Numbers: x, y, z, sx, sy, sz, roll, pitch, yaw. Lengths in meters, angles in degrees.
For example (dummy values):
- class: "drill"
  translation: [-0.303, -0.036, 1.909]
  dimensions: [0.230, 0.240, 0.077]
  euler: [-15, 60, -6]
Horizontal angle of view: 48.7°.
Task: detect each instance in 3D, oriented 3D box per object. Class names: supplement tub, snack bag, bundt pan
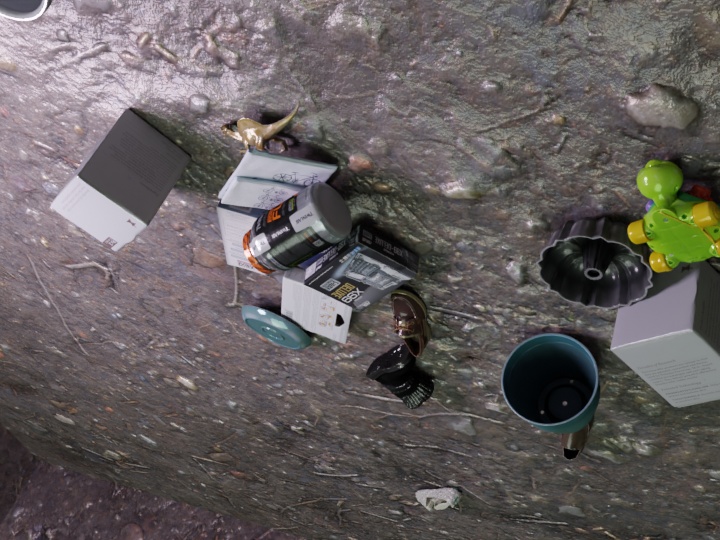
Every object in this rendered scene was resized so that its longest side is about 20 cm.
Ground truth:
- class: "supplement tub"
  translation: [-0.126, -0.077, 1.545]
  dimensions: [0.200, 0.123, 0.123]
  euler: [-28, 123, 28]
- class: "snack bag"
  translation: [-0.157, -0.167, 1.534]
  dimensions: [0.188, 0.021, 0.200]
  euler: [8, 155, -25]
- class: "bundt pan"
  translation: [0.421, -0.021, 1.420]
  dimensions: [0.202, 0.076, 0.202]
  euler: [15, 145, 11]

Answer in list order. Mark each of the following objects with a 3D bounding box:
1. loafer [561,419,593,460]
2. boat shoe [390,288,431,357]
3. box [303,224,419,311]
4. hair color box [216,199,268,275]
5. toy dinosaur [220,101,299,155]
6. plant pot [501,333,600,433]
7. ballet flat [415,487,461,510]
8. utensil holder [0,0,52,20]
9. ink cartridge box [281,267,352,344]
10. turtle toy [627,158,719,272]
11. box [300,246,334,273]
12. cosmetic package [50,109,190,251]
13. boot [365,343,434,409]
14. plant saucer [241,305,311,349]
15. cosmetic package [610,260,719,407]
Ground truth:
- class: "loafer"
  translation: [0.524, 0.402, 1.934]
  dimensions: [0.073, 0.071, 0.200]
  euler: [8, 143, 21]
- class: "boat shoe"
  translation: [0.110, 0.122, 1.795]
  dimensions: [0.072, 0.072, 0.200]
  euler: [6, 142, 24]
- class: "box"
  translation: [0.000, 0.000, 1.668]
  dimensions: [0.158, 0.050, 0.200]
  euler: [28, 139, -27]
- class: "hair color box"
  translation: [-0.246, -0.081, 1.737]
  dimensions: [0.099, 0.061, 0.200]
  euler: [16, 144, 10]
- class: "toy dinosaur"
  translation: [-0.182, -0.248, 1.479]
  dimensions: [0.200, 0.058, 0.101]
  euler: [-4, 136, 34]
- class: "plant pot"
  translation: [0.426, 0.261, 1.713]
  dimensions: [0.200, 0.200, 0.188]
  euler: [2, 156, 28]
- class: "ballet flat"
  translation: [0.240, 0.737, 2.555]
  dimensions: [0.072, 0.072, 0.200]
  euler: [37, 144, -20]
- class: "utensil holder"
  translation: [-0.491, -0.503, 1.187]
  dimensions: [0.170, 0.200, 0.170]
  euler: [15, 145, 11]
- class: "ink cartridge box"
  translation: [-0.101, 0.084, 1.891]
  dimensions: [0.173, 0.044, 0.200]
  euler: [19, 146, 5]
- class: "turtle toy"
  translation: [0.505, -0.089, 1.259]
  dimensions: [0.146, 0.101, 0.200]
  euler: [-17, 129, 44]
- class: "box"
  translation: [-0.088, -0.053, 1.680]
  dimensions: [0.121, 0.032, 0.200]
  euler: [-11, 140, 21]
- class: "cosmetic package"
  translation: [-0.485, -0.181, 1.616]
  dimensions: [0.165, 0.200, 0.165]
  euler: [38, 142, -21]
- class: "boot"
  translation: [0.122, 0.265, 1.971]
  dimensions: [0.158, 0.079, 0.211]
  euler: [38, 154, -9]
- class: "plant saucer"
  translation: [-0.218, 0.151, 2.020]
  dimensions: [0.200, 0.027, 0.200]
  euler: [23, 160, 9]
- class: "cosmetic package"
  translation: [0.587, 0.114, 1.426]
  dimensions: [0.200, 0.167, 0.166]
  euler: [39, 143, -20]
